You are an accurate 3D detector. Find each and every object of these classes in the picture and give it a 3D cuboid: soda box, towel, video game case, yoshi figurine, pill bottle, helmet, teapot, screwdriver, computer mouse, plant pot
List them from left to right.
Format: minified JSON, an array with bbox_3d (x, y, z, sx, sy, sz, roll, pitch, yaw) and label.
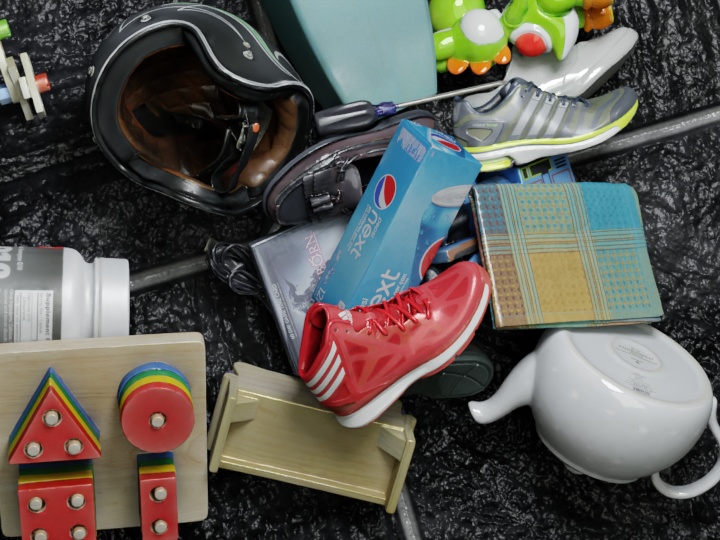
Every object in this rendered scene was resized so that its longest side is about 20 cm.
[{"bbox_3d":[-0.320,0.034,1.515,0.197,0.114,0.115,1,84,-10],"label":"pill bottle"},{"bbox_3d":[-0.161,-0.160,1.522,0.190,0.200,0.201,33,79,21],"label":"helmet"},{"bbox_3d":[-0.058,-0.052,1.600,0.138,0.053,0.201,36,85,-23],"label":"computer mouse"},{"bbox_3d":[-0.008,-0.251,1.591,0.140,0.141,0.202,-25,100,-11],"label":"plant pot"},{"bbox_3d":[0.000,0.000,1.595,0.198,0.019,0.144,-25,108,-17],"label":"video game case"},{"bbox_3d":[0.033,-0.036,1.523,0.067,0.064,0.201,15,111,-36],"label":"soda box"},{"bbox_3d":[0.049,-0.159,1.547,0.198,0.029,0.028,-11,57,-14],"label":"screwdriver"},{"bbox_3d":[0.151,-0.269,1.625,0.198,0.112,0.113,-18,112,1],"label":"yoshi figurine"},{"bbox_3d":[0.201,-0.016,1.566,0.198,0.022,0.148,-2,75,-29],"label":"towel"},{"bbox_3d":[0.248,0.143,1.591,0.196,0.200,0.147,-7,129,-45],"label":"teapot"}]

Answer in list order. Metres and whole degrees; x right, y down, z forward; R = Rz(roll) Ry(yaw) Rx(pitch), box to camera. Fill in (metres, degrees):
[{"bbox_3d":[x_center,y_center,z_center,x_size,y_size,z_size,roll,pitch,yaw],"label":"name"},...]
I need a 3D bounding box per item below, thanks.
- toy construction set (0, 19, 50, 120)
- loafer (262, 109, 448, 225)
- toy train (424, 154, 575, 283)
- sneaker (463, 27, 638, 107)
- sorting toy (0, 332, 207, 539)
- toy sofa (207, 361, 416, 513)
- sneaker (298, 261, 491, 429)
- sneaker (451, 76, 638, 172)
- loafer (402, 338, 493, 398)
[{"bbox_3d":[-0.400,-0.189,1.534,0.198,0.092,0.132,-11,62,-19],"label":"toy construction set"},{"bbox_3d":[0.001,-0.094,1.544,0.199,0.072,0.063,-27,45,-18],"label":"loafer"},{"bbox_3d":[0.137,-0.044,1.601,0.199,0.086,0.115,-22,96,-30],"label":"toy train"},{"bbox_3d":[0.197,-0.207,1.658,0.199,0.075,0.089,-36,80,-10],"label":"sneaker"},{"bbox_3d":[-0.241,0.167,1.491,0.197,0.070,0.201,-3,116,-10],"label":"sorting toy"},{"bbox_3d":[-0.049,0.164,1.576,0.198,0.098,0.084,14,107,-9],"label":"toy sofa"},{"bbox_3d":[0.026,0.050,1.482,0.200,0.078,0.115,-47,129,0],"label":"sneaker"},{"bbox_3d":[0.181,-0.155,1.582,0.198,0.074,0.082,-16,104,-9],"label":"sneaker"},{"bbox_3d":[0.033,0.088,1.593,0.198,0.063,0.072,5,127,-19],"label":"loafer"}]
